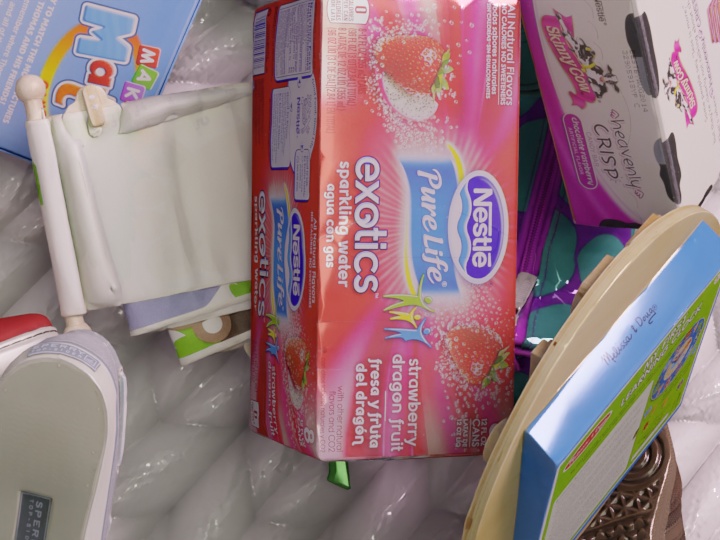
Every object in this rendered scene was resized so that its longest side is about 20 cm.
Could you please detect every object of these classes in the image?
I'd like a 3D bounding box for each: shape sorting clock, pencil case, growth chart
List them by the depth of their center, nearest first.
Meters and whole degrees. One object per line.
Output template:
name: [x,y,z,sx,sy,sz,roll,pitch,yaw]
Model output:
shape sorting clock: [0.100,0.060,0.770,0.039,0.200,0.200,33,65,20]
growth chart: [-0.054,-0.025,0.818,0.199,0.018,0.145,-6,94,-19]
pencil case: [0.099,-0.029,0.887,0.085,0.092,0.201,7,69,17]

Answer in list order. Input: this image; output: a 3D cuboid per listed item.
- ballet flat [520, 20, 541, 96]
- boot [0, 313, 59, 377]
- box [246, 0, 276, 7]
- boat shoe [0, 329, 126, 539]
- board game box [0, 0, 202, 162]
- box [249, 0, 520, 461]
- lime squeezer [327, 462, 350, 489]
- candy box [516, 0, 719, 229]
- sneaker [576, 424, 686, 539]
ballet flat: [0.071,-0.183,0.831,0.067,0.070,0.201,-6,104,17]
boot: [-0.239,0.008,0.770,0.199,0.072,0.145,-12,79,-18]
box: [-0.020,-0.241,0.889,0.152,0.106,0.200,26,69,-13]
boat shoe: [-0.137,0.120,0.759,0.070,0.072,0.201,17,105,4]
board game box: [-0.175,-0.138,0.799,0.199,0.037,0.152,22,112,-13]
box: [0.009,-0.021,0.780,0.095,0.100,0.201,0,92,-20]
lime squeezer: [0.000,0.000,0.860,0.070,0.038,0.200,21,81,11]
candy box: [0.151,-0.131,0.829,0.200,0.061,0.137,-52,136,-39]
sneaker: [0.132,0.147,0.875,0.070,0.076,0.201,-11,57,15]
